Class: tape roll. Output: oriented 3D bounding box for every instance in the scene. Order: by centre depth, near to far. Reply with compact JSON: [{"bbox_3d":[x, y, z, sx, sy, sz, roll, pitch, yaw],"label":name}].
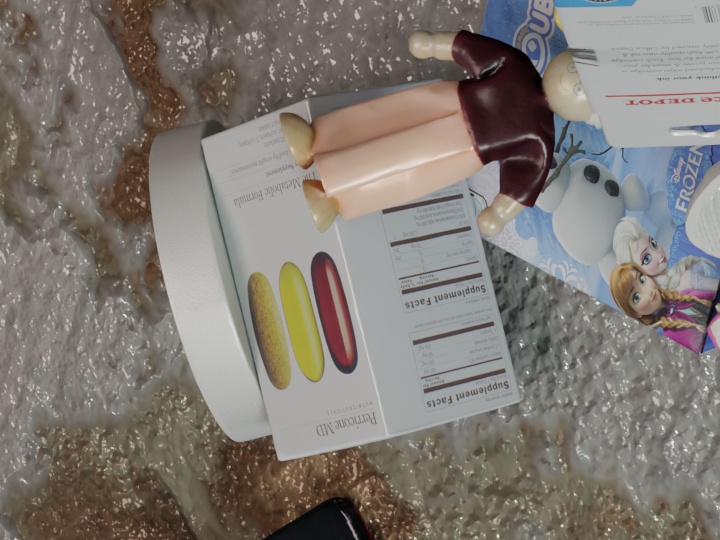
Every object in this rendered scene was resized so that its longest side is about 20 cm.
[{"bbox_3d":[-0.082,0.007,1.863,0.037,0.203,0.204,-15,93,9],"label":"tape roll"}]

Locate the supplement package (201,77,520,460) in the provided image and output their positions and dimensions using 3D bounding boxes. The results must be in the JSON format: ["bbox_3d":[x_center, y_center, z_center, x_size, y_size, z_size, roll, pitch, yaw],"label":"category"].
[{"bbox_3d":[0.000,0.000,1.782,0.114,0.109,0.201,-18,86,50],"label":"supplement package"}]

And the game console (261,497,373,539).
[{"bbox_3d":[-0.050,0.277,1.958,0.172,0.118,0.201,-34,79,43],"label":"game console"}]

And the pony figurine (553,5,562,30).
[{"bbox_3d":[0.204,-0.202,1.554,0.167,0.192,0.200,66,154,6],"label":"pony figurine"}]

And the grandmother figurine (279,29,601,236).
[{"bbox_3d":[0.063,-0.080,1.673,0.199,0.061,0.122,-20,96,8],"label":"grandmother figurine"}]

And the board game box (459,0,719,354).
[{"bbox_3d":[0.149,-0.084,1.719,0.199,0.043,0.201,29,121,35],"label":"board game box"}]

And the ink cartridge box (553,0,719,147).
[{"bbox_3d":[0.162,-0.133,1.482,0.115,0.200,0.067,-1,67,13],"label":"ink cartridge box"}]

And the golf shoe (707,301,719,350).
[{"bbox_3d":[0.272,0.023,1.619,0.200,0.075,0.092,-27,87,45],"label":"golf shoe"}]

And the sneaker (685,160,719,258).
[{"bbox_3d":[0.254,-0.082,1.606,0.074,0.082,0.200,38,124,-20],"label":"sneaker"}]
